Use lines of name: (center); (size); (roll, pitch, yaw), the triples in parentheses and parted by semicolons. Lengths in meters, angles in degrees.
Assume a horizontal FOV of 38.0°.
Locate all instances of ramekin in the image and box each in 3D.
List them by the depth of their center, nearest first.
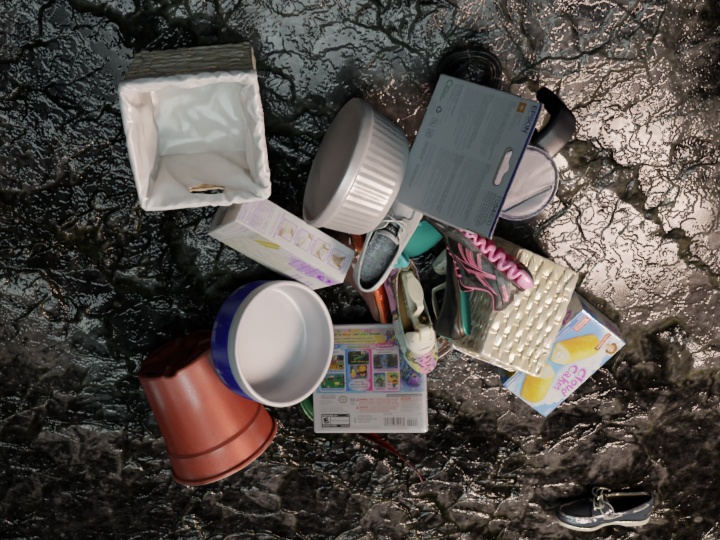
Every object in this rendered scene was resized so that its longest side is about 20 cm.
ramekin: (-0.005, -0.147, 1.565); (0.093, 0.203, 0.204); (21, 115, -19)

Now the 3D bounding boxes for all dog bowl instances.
dog bowl: (-0.142, 0.117, 1.703); (0.198, 0.078, 0.203); (-2, 94, -40)

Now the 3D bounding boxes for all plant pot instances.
plant pot: (-0.268, 0.220, 1.758); (0.198, 0.201, 0.197); (-20, 111, 7)

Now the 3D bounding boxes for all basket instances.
basket: (-0.235, -0.213, 1.529); (0.195, 0.161, 0.202); (-5, 119, -2)
basket: (0.251, 0.060, 1.704); (0.134, 0.123, 0.202); (21, 89, -16)

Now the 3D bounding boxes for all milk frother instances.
milk frother: (0.198, -0.210, 1.552); (0.198, 0.189, 0.182); (21, 115, -15)

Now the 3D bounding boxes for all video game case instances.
video game case: (0.014, 0.182, 1.773); (0.197, 0.024, 0.185); (-2, 89, 14)

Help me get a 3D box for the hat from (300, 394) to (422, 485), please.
hat: (-0.005, 0.259, 1.799); (0.197, 0.177, 0.168); (-7, 120, -1)

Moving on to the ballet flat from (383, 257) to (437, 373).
ballet flat: (0.087, 0.072, 1.702); (0.068, 0.071, 0.203); (-17, 93, -22)

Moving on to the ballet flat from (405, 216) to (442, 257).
ballet flat: (0.123, -0.096, 1.679); (0.068, 0.064, 0.200); (21, 136, -28)

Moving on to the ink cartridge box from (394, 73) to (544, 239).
ink cartridge box: (0.156, -0.160, 1.472); (0.040, 0.199, 0.202); (17, 97, -46)

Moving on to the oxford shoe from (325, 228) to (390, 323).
oxford shoe: (0.000, 0.000, 1.730); (0.072, 0.071, 0.202); (-9, 114, 20)

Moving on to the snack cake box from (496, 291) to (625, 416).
snack cake box: (0.350, 0.148, 1.833); (0.115, 0.067, 0.200); (36, 111, -21)

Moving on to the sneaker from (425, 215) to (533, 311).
sneaker: (0.168, -0.015, 1.606); (0.199, 0.079, 0.096); (40, 108, 2)

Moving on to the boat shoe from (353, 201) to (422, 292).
boat shoe: (0.047, -0.056, 1.583); (0.069, 0.072, 0.203); (24, 100, -3)

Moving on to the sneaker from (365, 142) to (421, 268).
sneaker: (0.065, -0.101, 1.645); (0.079, 0.077, 0.203); (15, 104, 11)

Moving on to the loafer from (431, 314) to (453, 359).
loafer: (0.138, 0.101, 1.795); (0.198, 0.073, 0.072); (-25, 108, 3)

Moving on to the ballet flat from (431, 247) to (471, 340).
ballet flat: (0.148, 0.013, 1.696); (0.068, 0.203, 0.068); (-3, 155, 27)

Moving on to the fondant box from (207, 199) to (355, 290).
fondant box: (-0.126, -0.044, 1.642); (0.198, 0.144, 0.059); (29, 73, -19)

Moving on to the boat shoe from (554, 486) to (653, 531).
boat shoe: (0.471, 0.457, 2.011); (0.197, 0.075, 0.063); (1, 121, -7)
